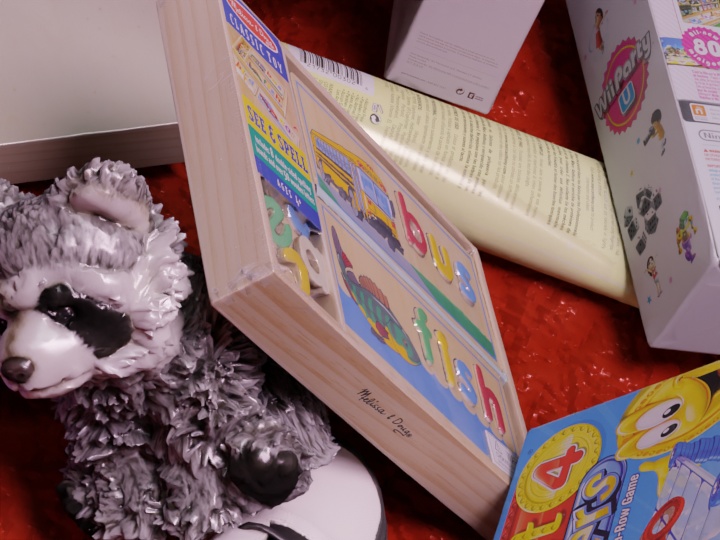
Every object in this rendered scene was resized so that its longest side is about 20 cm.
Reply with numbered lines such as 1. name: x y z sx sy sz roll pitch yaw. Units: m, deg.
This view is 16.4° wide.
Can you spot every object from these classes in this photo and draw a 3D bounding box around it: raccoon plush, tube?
1. raccoon plush: -0.068 0.003 0.850 0.096 0.134 0.200 -16 18 16
2. tube: 0.040 -0.036 0.996 0.199 0.052 0.058 18 85 -14

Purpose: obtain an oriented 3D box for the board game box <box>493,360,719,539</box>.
1. board game box: 0.116 0.115 0.775 0.056 0.195 0.200 42 46 -24

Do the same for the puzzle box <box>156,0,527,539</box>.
1. puzzle box: 0.000 0.000 0.871 0.200 0.025 0.133 43 26 -48

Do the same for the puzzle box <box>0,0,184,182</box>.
1. puzzle box: -0.154 -0.118 0.983 0.133 0.025 0.200 -8 55 -24

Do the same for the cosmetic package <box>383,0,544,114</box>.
1. cosmetic package: 0.053 -0.158 1.057 0.050 0.083 0.200 18 37 -8

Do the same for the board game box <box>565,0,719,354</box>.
1. board game box: 0.176 -0.058 1.021 0.147 0.064 0.201 7 51 -20

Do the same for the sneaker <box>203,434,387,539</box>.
1. sneaker: -0.032 0.121 0.803 0.073 0.080 0.200 24 44 1
